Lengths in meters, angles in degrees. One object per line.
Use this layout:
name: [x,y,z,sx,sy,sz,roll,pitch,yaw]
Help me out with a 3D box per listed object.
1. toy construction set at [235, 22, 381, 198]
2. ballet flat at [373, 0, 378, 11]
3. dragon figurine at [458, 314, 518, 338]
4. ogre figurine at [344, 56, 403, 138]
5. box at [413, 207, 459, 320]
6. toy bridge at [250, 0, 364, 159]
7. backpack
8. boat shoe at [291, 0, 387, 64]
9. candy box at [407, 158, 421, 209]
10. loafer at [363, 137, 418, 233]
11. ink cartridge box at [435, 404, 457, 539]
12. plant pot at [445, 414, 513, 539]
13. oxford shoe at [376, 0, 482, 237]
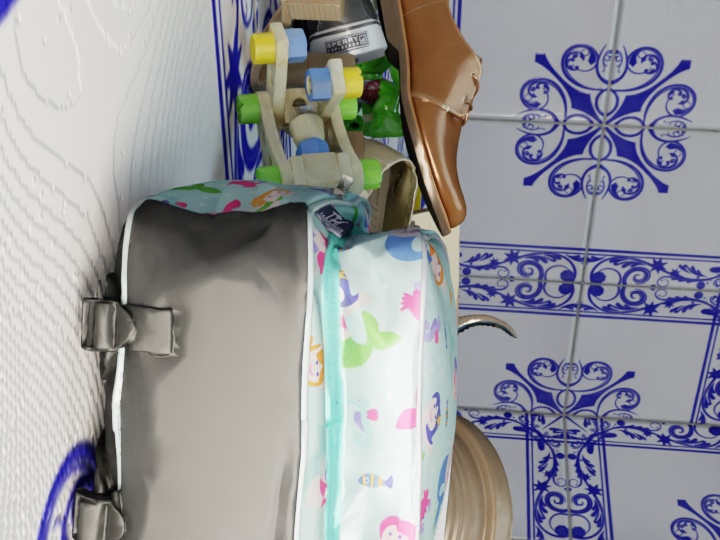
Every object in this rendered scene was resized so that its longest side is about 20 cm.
toy construction set: [-0.036,-0.049,0.748,0.200,0.091,0.132,86,-8,-69]
ballet flat: [-0.016,-0.235,0.941,0.200,0.066,0.069,76,18,-74]
dragon figurine: [0.045,0.075,1.159,0.059,0.198,0.101,-112,-150,-68]
ogre figurine: [0.020,-0.197,1.215,0.200,0.097,0.121,-104,-174,-79]
box: [0.007,0.039,0.955,0.199,0.021,0.165,-12,110,-43]
toy bridge: [-0.036,-0.124,0.763,0.200,0.066,0.028,80,14,-65]
backpack: [-0.031,0.047,0.527,0.200,0.149,0.180,-89,180,-84]
boat shoe: [-0.022,-0.184,0.880,0.199,0.073,0.069,-93,169,-83]
candy box: [0.007,-0.013,1.173,0.026,0.101,0.202,-74,166,-65]
loafer: [0.000,0.000,0.867,0.075,0.068,0.203,5,87,-41]
ink cartridge box: [0.030,0.185,0.827,0.099,0.039,0.202,137,-38,-75]
plant pot: [0.018,0.203,0.976,0.092,0.199,0.203,24,64,-44]
oxford shoe: [0.061,-0.128,0.891,0.071,0.070,0.202,-160,-120,-88]
